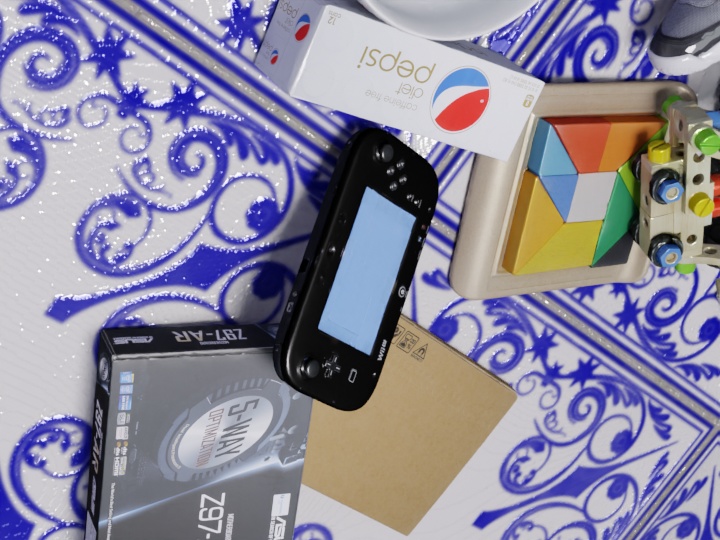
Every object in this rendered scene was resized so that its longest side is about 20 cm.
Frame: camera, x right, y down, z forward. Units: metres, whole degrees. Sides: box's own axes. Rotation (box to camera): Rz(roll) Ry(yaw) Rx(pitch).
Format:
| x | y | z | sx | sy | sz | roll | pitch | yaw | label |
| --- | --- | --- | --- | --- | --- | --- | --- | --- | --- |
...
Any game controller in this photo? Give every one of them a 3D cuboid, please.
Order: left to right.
| x | y | z | sx | sy | sz | roll | pitch | yaw | label |
| --- | --- | --- | --- | --- | --- | --- | --- | --- | --- |
| 0.000 | 0.000 | 0.988 | 0.104 | 0.042 | 0.201 | 27 | 77 | -37 | game controller |

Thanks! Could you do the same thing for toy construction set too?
| x | y | z | sx | sy | sz | roll | pitch | yaw | label |
| --- | --- | --- | --- | --- | --- | --- | --- | --- | --- |
| 0.291 | -0.063 | 1.094 | 0.130 | 0.092 | 0.201 | -13 | 111 | -9 | toy construction set |

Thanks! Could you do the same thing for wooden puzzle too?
| x | y | z | sx | sy | sz | roll | pitch | yaw | label |
| --- | --- | --- | --- | --- | --- | --- | --- | --- | --- |
| 0.179 | -0.063 | 1.102 | 0.199 | 0.037 | 0.186 | -4 | 119 | -29 | wooden puzzle |

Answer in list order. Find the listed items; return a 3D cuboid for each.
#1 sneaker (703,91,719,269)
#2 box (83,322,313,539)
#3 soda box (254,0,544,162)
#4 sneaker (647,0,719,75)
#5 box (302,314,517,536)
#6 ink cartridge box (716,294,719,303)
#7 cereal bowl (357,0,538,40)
| x | y | z | sx | sy | sz | roll | pitch | yaw | label |
| --- | --- | --- | --- | --- | --- | --- | --- | --- | --- |
| 0.350 | -0.095 | 1.166 | 0.087 | 0.076 | 0.201 | -7 | 120 | -34 | sneaker |
| -0.122 | 0.140 | 1.018 | 0.159 | 0.044 | 0.201 | 0 | 113 | -24 | box |
| 0.030 | -0.139 | 0.951 | 0.199 | 0.064 | 0.068 | 13 | 110 | -35 | soda box |
| 0.279 | -0.250 | 1.032 | 0.200 | 0.075 | 0.114 | -46 | 130 | -7 | sneaker |
| 0.023 | 0.126 | 1.129 | 0.200 | 0.021 | 0.164 | 34 | 97 | -40 | box |
| 0.455 | 0.016 | 1.283 | 0.200 | 0.084 | 0.144 | -44 | 131 | -3 | ink cartridge box |
| 0.053 | -0.257 | 0.883 | 0.199 | 0.083 | 0.201 | -14 | 123 | -23 | cereal bowl |
